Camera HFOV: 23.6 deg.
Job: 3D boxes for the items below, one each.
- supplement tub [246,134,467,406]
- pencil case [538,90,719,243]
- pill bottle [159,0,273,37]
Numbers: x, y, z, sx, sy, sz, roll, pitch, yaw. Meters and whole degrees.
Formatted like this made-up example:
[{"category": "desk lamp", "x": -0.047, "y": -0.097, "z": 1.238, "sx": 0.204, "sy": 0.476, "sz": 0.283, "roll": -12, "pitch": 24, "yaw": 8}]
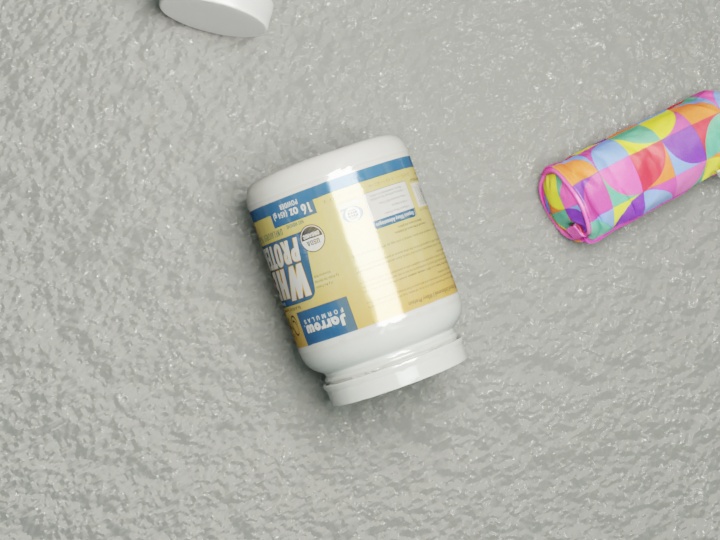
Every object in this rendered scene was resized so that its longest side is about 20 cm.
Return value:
[{"category": "supplement tub", "x": 0.000, "y": 0.000, "z": 1.454, "sx": 0.144, "sy": 0.145, "sz": 0.200, "roll": -20, "pitch": 90, "yaw": -17}, {"category": "pencil case", "x": 0.263, "y": -0.094, "z": 1.573, "sx": 0.200, "sy": 0.088, "sz": 0.089, "roll": -24, "pitch": 92, "yaw": -15}, {"category": "pill bottle", "x": -0.106, "y": -0.309, "z": 1.468, "sx": 0.116, "sy": 0.116, "sz": 0.200, "roll": 14, "pitch": 81, "yaw": -14}]
